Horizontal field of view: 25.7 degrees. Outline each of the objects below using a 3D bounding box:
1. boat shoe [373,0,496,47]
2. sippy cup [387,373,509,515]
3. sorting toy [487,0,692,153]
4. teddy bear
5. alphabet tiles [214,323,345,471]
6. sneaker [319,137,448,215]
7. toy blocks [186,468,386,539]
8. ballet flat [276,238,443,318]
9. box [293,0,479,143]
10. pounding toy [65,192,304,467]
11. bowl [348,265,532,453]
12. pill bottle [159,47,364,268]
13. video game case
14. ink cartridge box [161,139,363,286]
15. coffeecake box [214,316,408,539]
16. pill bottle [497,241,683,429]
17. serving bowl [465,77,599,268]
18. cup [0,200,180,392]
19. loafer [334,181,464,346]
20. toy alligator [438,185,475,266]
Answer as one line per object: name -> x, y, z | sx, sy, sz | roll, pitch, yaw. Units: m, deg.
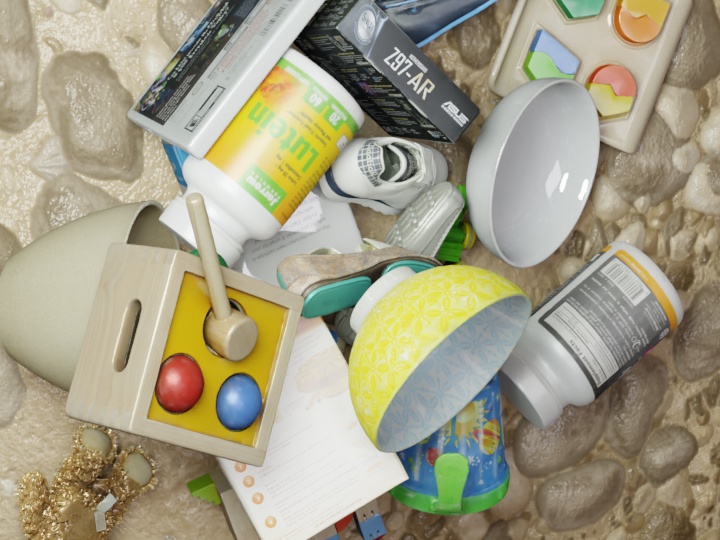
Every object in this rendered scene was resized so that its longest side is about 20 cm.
boat shoe -> 0.103, -0.301, 1.619 | 0.199, 0.084, 0.069 | -38, 118, -12
sippy cup -> 0.091, 0.160, 1.615 | 0.138, 0.177, 0.132 | -13, 118, -31
sorting toy -> 0.252, -0.245, 1.699 | 0.198, 0.036, 0.187 | 22, 90, -19
teddy bear -> -0.287, 0.252, 1.587 | 0.144, 0.067, 0.202 | 17, 85, -28
alphabet tiles -> -0.085, 0.145, 1.654 | 0.194, 0.015, 0.202 | 16, 92, -18
sneaker -> 0.041, -0.100, 1.589 | 0.199, 0.080, 0.077 | -7, 85, -55
toy blocks -> -0.062, 0.245, 1.628 | 0.198, 0.100, 0.138 | -23, 114, -13
ballet flat -> 0.000, 0.000, 1.516 | 0.199, 0.067, 0.069 | -3, 130, -45
box -> 0.017, -0.196, 1.546 | 0.160, 0.200, 0.044 | 43, 84, -17
pounding toy -> -0.143, 0.052, 1.369 | 0.183, 0.141, 0.202 | 21, 80, -43
bowl -> 0.054, 0.061, 1.469 | 0.200, 0.200, 0.108 | -42, 67, -8
pill bottle -> -0.096, -0.100, 1.479 | 0.111, 0.111, 0.201 | 40, 84, -18
video game case -> -0.129, -0.206, 1.509 | 0.023, 0.181, 0.201 | 40, 85, -30
ink cartridge box -> -0.094, -0.066, 1.587 | 0.145, 0.086, 0.202 | -24, 105, -13
coffeecake box -> -0.070, 0.149, 1.521 | 0.152, 0.073, 0.202 | -29, 91, -10
pill bottle -> 0.240, 0.071, 1.695 | 0.200, 0.116, 0.117 | -40, 106, -8
serving bowl -> 0.170, -0.108, 1.648 | 0.199, 0.065, 0.202 | -27, 127, -43
cup -> -0.263, 0.034, 1.508 | 0.141, 0.200, 0.203 | 1, 98, 11
loafer -> 0.049, 0.000, 1.607 | 0.069, 0.070, 0.201 | 29, 112, -17
toy alligator -> 0.072, 0.003, 1.668 | 0.059, 0.054, 0.202 | 7, 104, -32
